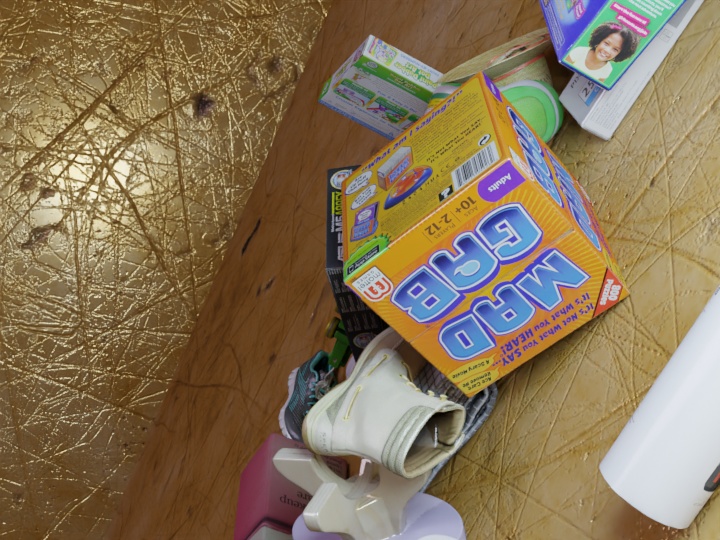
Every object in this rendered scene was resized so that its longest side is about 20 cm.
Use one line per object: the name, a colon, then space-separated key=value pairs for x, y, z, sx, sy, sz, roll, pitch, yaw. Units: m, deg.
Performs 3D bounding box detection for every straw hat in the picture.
straw hat: x=0.206 y=-0.250 z=1.323 sx=0.201 sy=0.085 sz=0.201 roll=-25 pitch=14 yaw=7

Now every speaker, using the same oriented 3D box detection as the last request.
speaker: x=0.149 y=-0.163 z=1.186 sx=0.200 sy=0.089 sz=0.088 roll=-27 pitch=-7 yaw=-34
speaker: x=0.260 y=0.089 z=0.740 sx=0.200 sy=0.081 sz=0.081 roll=-61 pitch=18 yaw=16

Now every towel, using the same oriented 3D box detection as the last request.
towel: x=0.077 y=0.157 z=1.201 sx=0.200 sy=0.086 sz=0.166 roll=-58 pitch=21 yaw=22

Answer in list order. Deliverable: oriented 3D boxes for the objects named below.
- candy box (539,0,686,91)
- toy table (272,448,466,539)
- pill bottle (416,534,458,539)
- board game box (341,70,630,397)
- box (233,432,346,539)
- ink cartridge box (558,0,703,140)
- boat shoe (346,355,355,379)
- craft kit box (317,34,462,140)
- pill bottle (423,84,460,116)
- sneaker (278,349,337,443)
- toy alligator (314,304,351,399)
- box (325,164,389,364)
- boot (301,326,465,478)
candy box: x=0.286 y=-0.321 z=1.068 sx=0.200 sy=0.077 sz=0.169 roll=-54 pitch=22 yaw=35
toy table: x=0.005 y=0.244 z=1.076 sx=0.200 sy=0.117 sz=0.184 roll=-9 pitch=26 yaw=19
pill bottle: x=0.042 y=0.358 z=0.986 sx=0.200 sy=0.111 sz=0.111 roll=-54 pitch=21 yaw=34
board game box: x=0.119 y=-0.038 z=1.037 sx=0.200 sy=0.200 sz=0.200 roll=-37 pitch=28 yaw=21
box: x=-0.097 y=0.347 z=1.390 sx=0.109 sy=0.128 sz=0.200 roll=-54 pitch=21 yaw=31
ink cartridge box: x=0.300 y=-0.272 z=1.159 sx=0.200 sy=0.045 sz=0.176 roll=-59 pitch=20 yaw=23
boat shoe: x=0.034 y=0.106 z=1.408 sx=0.202 sy=0.075 sz=0.086 roll=-61 pitch=17 yaw=25
craft kit box: x=0.056 y=-0.283 z=1.642 sx=0.197 sy=0.200 sz=0.049 roll=-24 pitch=43 yaw=65
pill bottle: x=0.121 y=-0.149 z=1.418 sx=0.200 sy=0.113 sz=0.113 roll=-68 pitch=17 yaw=-5
sneaker: x=-0.078 y=0.204 z=1.621 sx=0.091 sy=0.078 sz=0.200 roll=-51 pitch=24 yaw=30
toy alligator: x=-0.016 y=0.092 z=1.391 sx=0.054 sy=0.059 sz=0.200 roll=-42 pitch=-22 yaw=-60
box: x=0.000 y=0.000 z=1.196 sx=0.200 sy=0.044 sz=0.160 roll=73 pitch=-167 yaw=-49
boot: x=0.053 y=0.132 z=1.052 sx=0.155 sy=0.072 sz=0.200 roll=6 pitch=39 yaw=45
